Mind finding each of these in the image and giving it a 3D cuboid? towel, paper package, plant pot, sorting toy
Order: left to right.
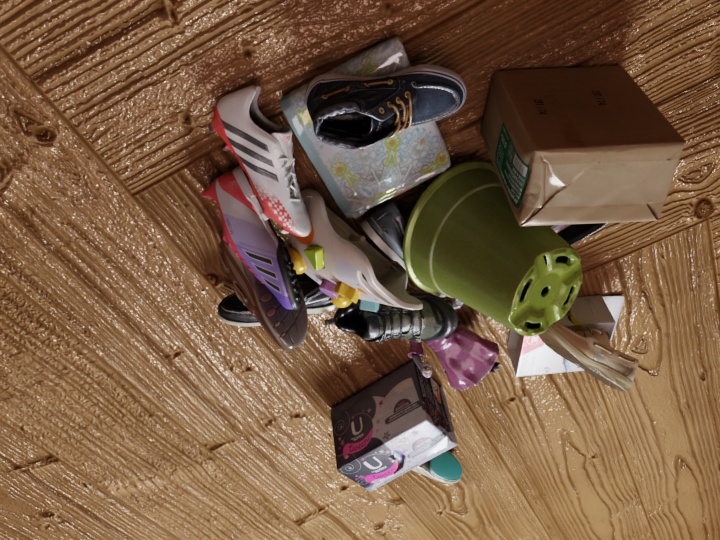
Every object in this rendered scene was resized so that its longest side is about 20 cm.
[{"bbox_3d":[0.000,0.000,0.909,0.199,0.179,0.108,39,82,-32],"label":"sorting toy"},{"bbox_3d":[0.012,-0.176,0.864,0.168,0.049,0.202,-26,130,9],"label":"towel"},{"bbox_3d":[0.186,-0.016,0.886,0.196,0.190,0.205,-16,124,-25],"label":"plant pot"},{"bbox_3d":[0.259,-0.157,0.814,0.184,0.203,0.105,-3,132,-4],"label":"paper package"}]

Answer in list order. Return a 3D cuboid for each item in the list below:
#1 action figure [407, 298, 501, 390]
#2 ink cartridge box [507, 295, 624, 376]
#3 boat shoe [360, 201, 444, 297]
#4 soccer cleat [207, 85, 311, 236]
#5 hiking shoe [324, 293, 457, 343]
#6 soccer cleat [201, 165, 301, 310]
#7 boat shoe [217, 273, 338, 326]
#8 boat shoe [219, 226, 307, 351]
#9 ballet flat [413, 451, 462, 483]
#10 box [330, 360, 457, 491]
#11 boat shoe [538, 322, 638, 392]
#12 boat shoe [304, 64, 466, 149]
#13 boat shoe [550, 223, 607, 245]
[{"bbox_3d":[0.138,0.101,1.107,0.199,0.149,0.134,41,97,-14],"label":"action figure"},{"bbox_3d":[0.361,0.112,1.150,0.194,0.068,0.119,-5,131,-4],"label":"ink cartridge box"},{"bbox_3d":[0.083,-0.029,0.984,0.062,0.073,0.199,-46,127,8],"label":"boat shoe"},{"bbox_3d":[-0.108,-0.134,0.840,0.084,0.069,0.202,-26,109,21],"label":"soccer cleat"},{"bbox_3d":[0.047,0.082,1.007,0.195,0.100,0.078,0,108,26],"label":"hiking shoe"},{"bbox_3d":[-0.141,-0.034,0.890,0.072,0.068,0.204,-25,92,0],"label":"soccer cleat"},{"bbox_3d":[-0.120,0.032,1.004,0.193,0.075,0.067,-5,130,-5],"label":"boat shoe"},{"bbox_3d":[-0.139,0.022,0.942,0.075,0.204,0.072,-19,167,-39],"label":"boat shoe"},{"bbox_3d":[0.123,0.382,1.366,0.197,0.069,0.062,31,149,-26],"label":"ballet flat"},{"bbox_3d":[0.055,0.284,1.210,0.198,0.134,0.114,-34,130,20],"label":"box"},{"bbox_3d":[0.367,0.123,1.081,0.197,0.071,0.066,33,84,-18],"label":"boat shoe"},{"bbox_3d":[0.035,-0.182,0.771,0.194,0.092,0.072,-6,131,-7],"label":"boat shoe"},{"bbox_3d":[0.287,-0.054,1.002,0.198,0.058,0.067,-35,127,21],"label":"boat shoe"}]
